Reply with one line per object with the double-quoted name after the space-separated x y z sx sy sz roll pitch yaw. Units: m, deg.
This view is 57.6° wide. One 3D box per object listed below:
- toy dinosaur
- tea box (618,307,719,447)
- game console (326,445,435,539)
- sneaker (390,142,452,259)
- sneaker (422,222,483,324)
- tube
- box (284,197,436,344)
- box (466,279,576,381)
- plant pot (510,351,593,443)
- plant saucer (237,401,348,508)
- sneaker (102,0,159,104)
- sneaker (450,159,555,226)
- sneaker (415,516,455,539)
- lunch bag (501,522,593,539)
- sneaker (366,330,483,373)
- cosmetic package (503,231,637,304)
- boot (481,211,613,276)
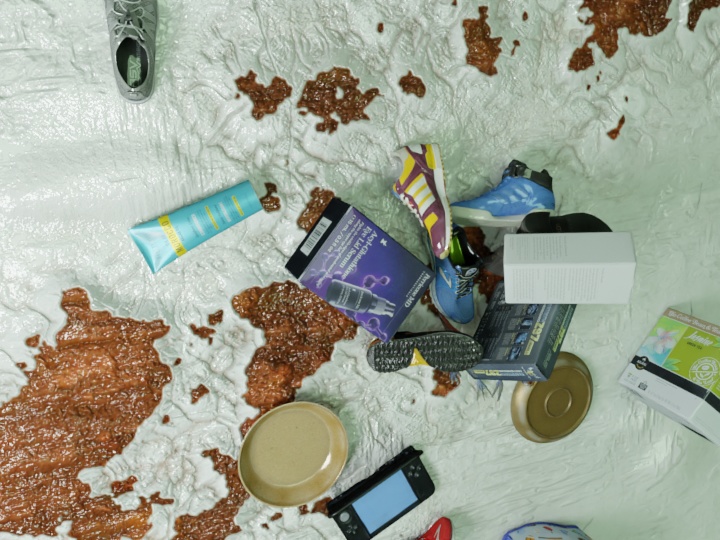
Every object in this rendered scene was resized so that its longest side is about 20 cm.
0.242 0.169 1.215 0.180 0.105 0.202 -8 104 -21 "toy dinosaur"
0.679 0.212 1.332 0.133 0.200 0.198 36 89 -23 "tea box"
0.046 0.423 1.200 0.199 0.116 0.177 -31 112 -10 "game console"
0.099 -0.112 1.080 0.089 0.075 0.202 -7 71 2 "sneaker"
0.167 0.008 1.147 0.078 0.089 0.202 -28 115 -24 "sneaker"
-0.249 -0.074 1.009 0.199 0.050 0.078 -28 104 -6 "tube"
0.000 0.000 1.083 0.199 0.104 0.149 35 89 -24 "box"
0.281 0.097 1.141 0.051 0.157 0.201 46 57 -25 "box"
0.398 0.265 1.338 0.198 0.027 0.202 -5 104 -19 "plant pot"
-0.120 0.319 1.156 0.198 0.035 0.202 -5 105 -20 "plant saucer"
-0.308 -0.332 0.897 0.074 0.082 0.202 -8 106 -18 "sneaker"
0.245 -0.137 1.157 0.198 0.077 0.113 0 84 -2 "sneaker"
0.105 0.559 1.280 0.085 0.077 0.200 44 86 -18 "sneaker"
0.410 0.610 1.353 0.198 0.170 0.125 18 92 -24 "lunch bag"
0.110 0.130 1.137 0.198 0.090 0.071 -3 103 5 "sneaker"
0.335 -0.003 1.066 0.198 0.072 0.102 0 140 14 "cosmetic package"
0.331 -0.034 1.169 0.198 0.174 0.070 10 61 -9 "boot"
